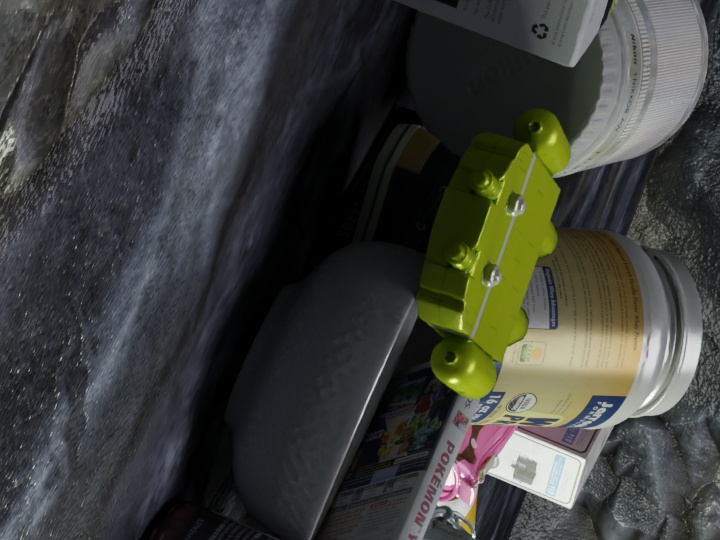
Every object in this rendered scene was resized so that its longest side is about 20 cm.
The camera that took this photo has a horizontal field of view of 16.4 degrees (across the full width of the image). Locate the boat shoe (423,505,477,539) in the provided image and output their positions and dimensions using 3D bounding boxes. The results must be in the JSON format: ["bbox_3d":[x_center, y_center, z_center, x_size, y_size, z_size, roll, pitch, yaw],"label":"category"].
[{"bbox_3d":[0.023,0.168,1.677,0.065,0.074,0.202,-55,-151,-14],"label":"boat shoe"}]

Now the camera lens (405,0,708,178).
[{"bbox_3d":[0.137,-0.147,1.712,0.200,0.160,0.160,-16,128,-61],"label":"camera lens"}]

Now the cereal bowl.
[{"bbox_3d":[-0.028,0.067,1.561,0.200,0.083,0.200,25,90,-86],"label":"cereal bowl"}]

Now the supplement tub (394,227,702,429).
[{"bbox_3d":[0.125,0.039,1.761,0.144,0.200,0.145,-12,-104,61],"label":"supplement tub"}]

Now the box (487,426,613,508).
[{"bbox_3d":[0.099,0.095,1.970,0.060,0.200,0.117,100,18,-44],"label":"box"}]

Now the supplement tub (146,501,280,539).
[{"bbox_3d":[-0.042,0.224,1.520,0.107,0.200,0.107,23,90,-80],"label":"supplement tub"}]

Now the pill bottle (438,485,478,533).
[{"bbox_3d":[0.044,0.187,2.123,0.200,0.111,0.111,88,26,-66],"label":"pill bottle"}]

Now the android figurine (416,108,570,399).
[{"bbox_3d":[0.083,-0.013,1.552,0.200,0.041,0.182,47,62,-71],"label":"android figurine"}]

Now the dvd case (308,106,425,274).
[{"bbox_3d":[0.000,0.000,1.755,0.200,0.025,0.150,95,20,-55],"label":"dvd case"}]

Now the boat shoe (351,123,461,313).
[{"bbox_3d":[0.029,-0.008,1.655,0.075,0.062,0.200,-57,167,-47],"label":"boat shoe"}]

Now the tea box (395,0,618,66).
[{"bbox_3d":[0.121,-0.266,1.513,0.197,0.134,0.200,-56,164,-51],"label":"tea box"}]

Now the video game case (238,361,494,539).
[{"bbox_3d":[-0.011,0.146,1.655,0.200,0.023,0.182,-21,-144,47],"label":"video game case"}]

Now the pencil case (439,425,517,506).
[{"bbox_3d":[0.092,0.086,1.859,0.200,0.094,0.091,-50,152,-33],"label":"pencil case"}]
